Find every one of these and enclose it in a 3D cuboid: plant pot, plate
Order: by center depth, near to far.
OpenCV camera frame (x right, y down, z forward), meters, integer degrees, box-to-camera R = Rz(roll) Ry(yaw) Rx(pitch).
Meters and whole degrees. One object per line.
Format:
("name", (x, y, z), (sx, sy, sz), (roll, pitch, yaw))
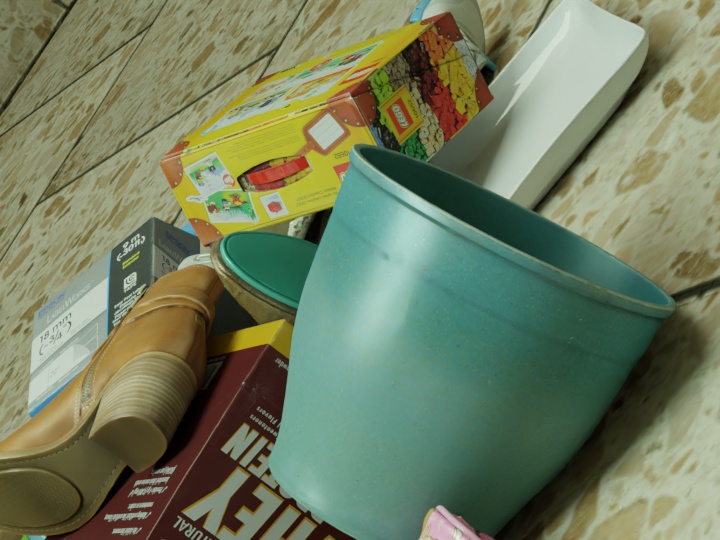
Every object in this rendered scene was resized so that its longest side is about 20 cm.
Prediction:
("plant pot", (0.045, 0.057, 1.301), (0.188, 0.199, 0.200), (-64, 16, 9))
("plate", (0.122, -0.102, 1.664), (0.200, 0.032, 0.200), (-50, 18, 5))

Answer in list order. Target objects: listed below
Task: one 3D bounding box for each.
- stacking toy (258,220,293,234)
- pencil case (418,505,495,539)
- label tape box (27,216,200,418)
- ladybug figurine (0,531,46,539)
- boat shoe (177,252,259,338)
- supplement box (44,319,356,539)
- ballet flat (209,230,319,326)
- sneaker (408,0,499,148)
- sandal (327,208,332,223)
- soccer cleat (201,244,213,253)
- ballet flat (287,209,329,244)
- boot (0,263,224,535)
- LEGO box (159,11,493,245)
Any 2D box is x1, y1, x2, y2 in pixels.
("stacking toy", (-0.108, 0.021, 1.938), (0.200, 0.085, 0.086), (-39, 21, 50))
("pencil case", (0.013, 0.223, 1.210), (0.200, 0.083, 0.087), (-53, -10, -4))
("label tape box", (-0.200, 0.032, 1.907), (0.144, 0.063, 0.200), (-38, 30, 21))
("ladybug figurine", (-0.224, 0.217, 1.706), (0.200, 0.072, 0.136), (-57, 33, 21))
("boat shoe", (-0.031, 0.008, 1.604), (0.201, 0.075, 0.086), (-3, 37, 4))
("supplement box", (-0.090, 0.159, 1.508), (0.200, 0.133, 0.197), (-58, 18, -21))
("ballet flat", (-0.011, 0.025, 1.510), (0.072, 0.199, 0.068), (121, 149, -45))
("sneaker", (0.080, -0.156, 1.836), (0.087, 0.075, 0.201), (-27, 37, 40))
("sandal", (-0.001, 0.000, 1.707), (0.057, 0.080, 0.201), (-55, 12, 41))
("soccer cleat", (-0.095, -0.036, 2.048), (0.077, 0.069, 0.200), (-27, -12, -45))
("ballet flat", (-0.031, -0.004, 1.780), (0.072, 0.072, 0.200), (-44, 20, 23))
("boot", (-0.170, 0.084, 1.524), (0.200, 0.074, 0.155), (-24, 30, 32))
("LEGO box", (-0.025, -0.104, 1.722), (0.200, 0.077, 0.149), (-15, 20, 41))
